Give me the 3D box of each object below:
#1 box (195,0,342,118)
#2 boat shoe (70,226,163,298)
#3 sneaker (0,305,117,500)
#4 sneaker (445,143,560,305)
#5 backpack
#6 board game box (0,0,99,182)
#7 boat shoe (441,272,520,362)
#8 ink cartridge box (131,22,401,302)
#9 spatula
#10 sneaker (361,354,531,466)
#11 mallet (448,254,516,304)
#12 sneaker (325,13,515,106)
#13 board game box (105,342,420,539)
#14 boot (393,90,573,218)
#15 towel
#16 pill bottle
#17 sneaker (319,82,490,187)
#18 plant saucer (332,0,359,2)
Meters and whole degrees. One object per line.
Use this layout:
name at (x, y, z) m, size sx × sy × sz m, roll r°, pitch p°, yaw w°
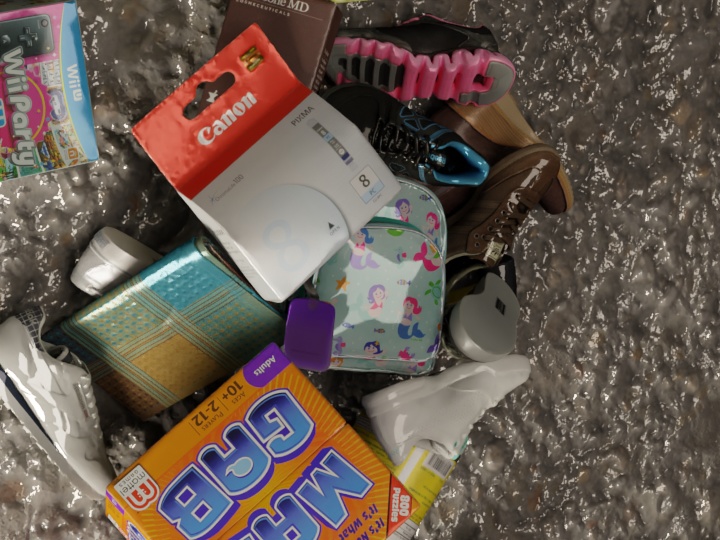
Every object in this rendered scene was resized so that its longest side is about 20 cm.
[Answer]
box at (-0.092, -0.164, 1.575) m, size 0.100 × 0.075 × 0.200 m, roll 16°, pitch 91°, yaw 3°
boat shoe at (-0.186, 0.036, 1.592) m, size 0.069 × 0.072 × 0.200 m, roll -47°, pitch 130°, yaw 10°
sneaker at (-0.272, 0.126, 1.545) m, size 0.080 × 0.076 × 0.200 m, roll -39°, pitch 120°, yaw -13°
sneaker at (0.137, -0.042, 1.720) m, size 0.200 × 0.076 × 0.070 m, roll -43°, pitch 138°, yaw 21°
backpack at (0.000, 0.000, 1.652) m, size 0.177 × 0.151 × 0.200 m, roll 6°, pitch 90°, yaw -19°
board game box at (-0.337, -0.150, 1.453) m, size 0.200 × 0.064 × 0.148 m, roll -16°, pitch 109°, yaw -30°
boat shoe at (0.114, 0.060, 1.682) m, size 0.064 × 0.200 × 0.071 m, roll -42°, pitch 90°, yaw 18°
ink cartridge box at (-0.080, -0.097, 1.498) m, size 0.160 × 0.047 × 0.200 m, roll -43°, pitch 107°, yaw -19°
spatula at (-0.051, -0.008, 1.553) m, size 0.056 × 0.021 × 0.200 m, roll 11°, pitch 67°, yaw -40°
sneaker at (0.093, 0.141, 1.675) m, size 0.200 × 0.075 × 0.089 m, roll -15°, pitch 82°, yaw -33°
mallet at (0.080, 0.042, 1.782) m, size 0.200 × 0.041 × 0.066 m, roll -21°, pitch 114°, yaw -22°
sneaker at (0.053, -0.220, 1.687) m, size 0.200 × 0.096 × 0.079 m, roll 5°, pitch 139°, yaw -16°
board game box at (-0.097, 0.222, 1.560) m, size 0.200 × 0.200 × 0.200 m, roll -41°, pitch 85°, yaw -16°
boot at (0.120, -0.091, 1.770) m, size 0.166 × 0.072 × 0.200 m, roll -41°, pitch 124°, yaw -3°
towel at (-0.175, 0.056, 1.555) m, size 0.200 × 0.022 × 0.147 m, roll -29°, pitch 125°, yaw 25°
pill bottle at (0.013, 0.232, 1.732) m, size 0.112 × 0.112 × 0.200 m, roll 38°, pitch 80°, yaw -33°
sneaker at (0.040, -0.128, 1.615) m, size 0.200 × 0.082 × 0.073 m, roll 12°, pitch 101°, yaw -39°
plant saucer at (0.018, -0.339, 1.604) m, size 0.199 × 0.048 × 0.200 m, roll -10°, pitch 73°, yaw -30°
